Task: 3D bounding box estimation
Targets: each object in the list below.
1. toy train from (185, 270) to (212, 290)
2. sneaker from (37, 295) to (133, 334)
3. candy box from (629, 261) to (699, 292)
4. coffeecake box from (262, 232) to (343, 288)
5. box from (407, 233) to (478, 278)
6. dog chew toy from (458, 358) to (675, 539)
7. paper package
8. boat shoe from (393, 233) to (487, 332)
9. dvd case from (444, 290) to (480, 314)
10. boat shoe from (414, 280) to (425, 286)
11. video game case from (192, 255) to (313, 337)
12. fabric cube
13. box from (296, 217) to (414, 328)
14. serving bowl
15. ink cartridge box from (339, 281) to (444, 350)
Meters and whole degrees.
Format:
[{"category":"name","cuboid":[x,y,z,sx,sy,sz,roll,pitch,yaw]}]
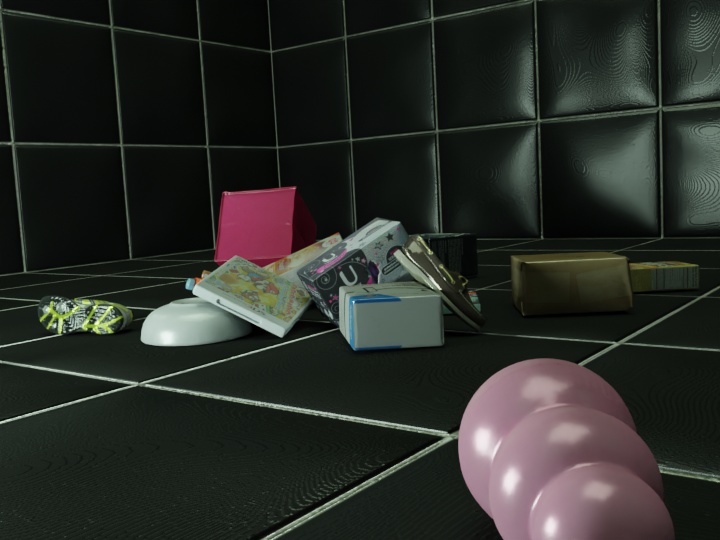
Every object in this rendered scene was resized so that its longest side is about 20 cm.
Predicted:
[{"category":"toy train","cuboid":[-0.241,0.040,1.581,0.200,0.056,0.150,17,-3,-22]},{"category":"sneaker","cuboid":[-0.542,0.092,1.555,0.199,0.076,0.076,9,2,15]},{"category":"candy box","cuboid":[0.614,0.014,1.716,0.199,0.055,0.115,-4,6,-2]},{"category":"coffeecake box","cuboid":[-0.118,-0.001,1.759,0.200,0.073,0.154,-25,14,-1]},{"category":"box","cuboid":[0.178,-0.035,2.123,0.196,0.124,0.200,-6,6,-44]},{"category":"dog chew toy","cuboid":[0.133,0.135,0.504,0.124,0.125,0.200,-3,13,-2]},{"category":"paper package","cuboid":[0.399,0.022,1.523,0.199,0.104,0.191,-3,4,4]},{"category":"boat shoe","cuboid":[0.145,0.020,1.343,0.060,0.200,0.072,-45,-16,-2]},{"category":"dvd case","cuboid":[0.170,0.066,1.622,0.146,0.022,0.200,-3,5,5]},{"category":"boat shoe","cuboid":[0.059,0.027,1.725,0.200,0.072,0.076,-12,-5,-45]},{"category":"video game case","cuboid":[-0.191,0.043,1.470,0.182,0.023,0.200,26,20,4]},{"category":"fabric cube","cuboid":[-0.232,-0.073,1.971,0.196,0.201,0.199,-3,-26,12]},{"category":"box","cuboid":[0.000,0.000,1.481,0.200,0.115,0.132,-35,16,-11]},{"category":"serving bowl","cuboid":[-0.301,0.087,1.443,0.199,0.066,0.200,-4,5,0]},{"category":"ink cartridge box","cuboid":[0.045,0.072,1.308,0.146,0.085,0.200,-3,6,-8]}]
